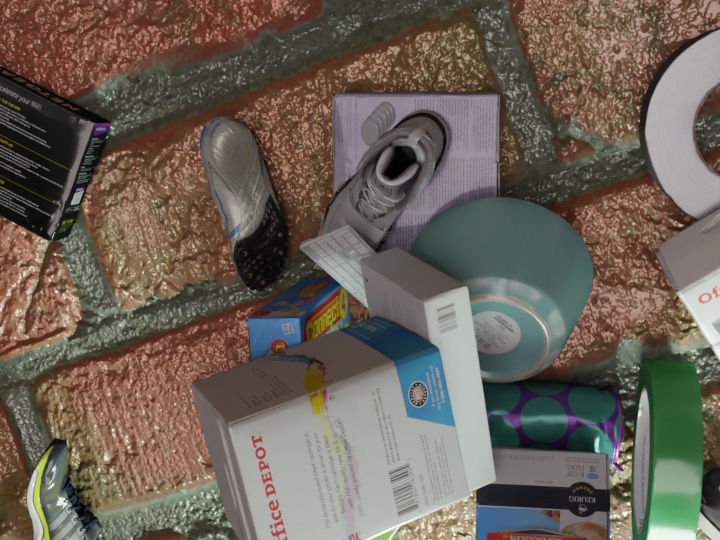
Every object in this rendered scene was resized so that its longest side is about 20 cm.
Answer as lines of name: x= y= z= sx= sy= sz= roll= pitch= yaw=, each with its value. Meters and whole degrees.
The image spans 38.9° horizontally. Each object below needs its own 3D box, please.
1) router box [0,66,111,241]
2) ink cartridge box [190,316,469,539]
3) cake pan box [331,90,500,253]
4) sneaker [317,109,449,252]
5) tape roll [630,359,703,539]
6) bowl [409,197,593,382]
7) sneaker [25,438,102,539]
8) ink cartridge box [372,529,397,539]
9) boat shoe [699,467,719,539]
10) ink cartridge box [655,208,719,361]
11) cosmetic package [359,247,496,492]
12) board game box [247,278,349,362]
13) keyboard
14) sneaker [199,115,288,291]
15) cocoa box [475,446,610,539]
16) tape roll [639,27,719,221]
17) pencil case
router box: x=-0.407 y=-0.145 z=1.182 sx=0.198 sy=0.051 sz=0.151 roll=27 pitch=102 yaw=4
ink cartridge box: x=-0.031 y=0.152 z=0.923 sx=0.197 sy=0.146 sz=0.149 roll=-18 pitch=105 yaw=-19
cake pan box: x=0.062 y=-0.093 z=1.107 sx=0.181 sy=0.052 sz=0.204 roll=1 pitch=100 yaw=12
sneaker: x=0.013 y=-0.074 z=1.034 sx=0.075 sy=0.115 sz=0.201 roll=39 pitch=106 yaw=1
tape roll: x=0.308 y=0.193 z=1.037 sx=0.047 sy=0.200 sz=0.204 roll=4 pitch=101 yaw=11
bowl: x=0.140 y=0.038 z=1.048 sx=0.197 sy=0.106 sz=0.203 roll=6 pitch=131 yaw=7
sneaker: x=-0.359 y=0.301 z=1.254 sx=0.079 sy=0.074 sz=0.204 roll=3 pitch=108 yaw=3
ink cartridge box: x=-0.020 y=0.299 z=1.146 sx=0.075 sy=0.148 sz=0.202 roll=32 pitch=105 yaw=2
boat shoe: x=0.439 y=0.296 z=1.102 sx=0.200 sy=0.074 sz=0.061 roll=44 pitch=110 yaw=9
ink cartridge box: x=0.406 y=0.030 z=1.010 sx=0.145 sy=0.085 sz=0.201 roll=-32 pitch=115 yaw=18
cosmetic package: x=0.064 y=0.094 z=0.990 sx=0.051 sy=0.150 sz=0.203 roll=-18 pitch=111 yaw=-20
board game box: x=-0.057 y=0.124 z=1.091 sx=0.055 sy=0.200 sz=0.200 roll=0 pitch=101 yaw=13
keyboard: x=0.000 y=0.000 z=1.073 sx=0.055 sy=0.200 sz=0.011 roll=-16 pitch=65 yaw=16
sneaker: x=-0.130 y=-0.076 z=1.145 sx=0.071 sy=0.072 sz=0.203 roll=-18 pitch=111 yaw=-15
cocoa box: x=0.189 y=0.272 z=1.057 sx=0.131 sy=0.200 sz=0.134 roll=1 pitch=68 yaw=11
tape roll: x=0.385 y=-0.145 z=1.029 sx=0.196 sy=0.066 sz=0.204 roll=2 pitch=100 yaw=10
pencil case: x=0.188 y=0.168 z=1.114 sx=0.196 sy=0.085 sz=0.094 roll=1 pitch=85 yaw=11
